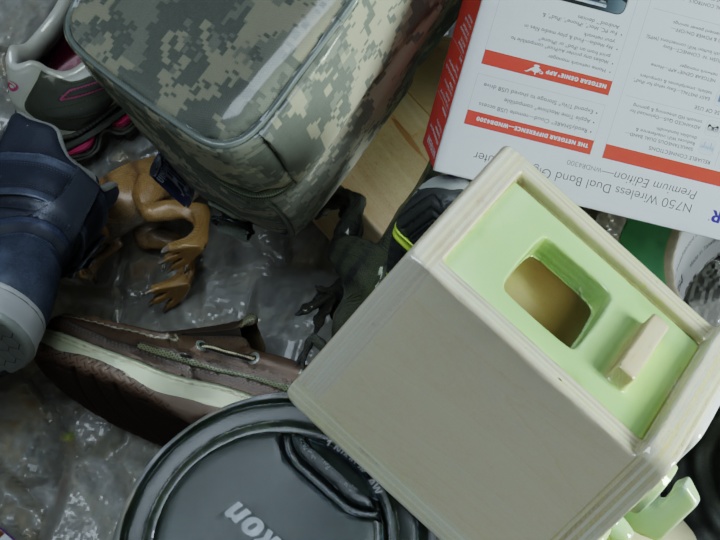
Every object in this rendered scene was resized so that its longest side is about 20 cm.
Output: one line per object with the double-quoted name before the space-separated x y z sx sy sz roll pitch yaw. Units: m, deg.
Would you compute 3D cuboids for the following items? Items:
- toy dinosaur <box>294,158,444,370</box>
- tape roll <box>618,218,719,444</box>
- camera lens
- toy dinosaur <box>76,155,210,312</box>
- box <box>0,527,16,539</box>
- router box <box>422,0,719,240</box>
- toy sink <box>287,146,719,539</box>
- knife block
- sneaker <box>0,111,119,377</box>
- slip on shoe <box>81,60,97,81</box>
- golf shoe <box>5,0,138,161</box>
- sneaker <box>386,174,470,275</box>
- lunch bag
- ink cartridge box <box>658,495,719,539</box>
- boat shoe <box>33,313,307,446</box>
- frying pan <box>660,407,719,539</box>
"toy dinosaur" 0.000 0.000 1.250 0.088 0.047 0.201 23 92 60
"tape roll" 0.229 0.011 1.234 0.199 0.048 0.201 -6 46 6
"camera lens" -0.024 0.161 1.169 0.159 0.200 0.161 -5 64 10
"toy dinosaur" -0.109 -0.044 1.364 0.199 0.060 0.107 -25 61 0
"box" -0.227 0.234 1.272 0.137 0.039 0.200 34 77 25
"router box" 0.148 -0.115 1.166 0.199 0.049 0.181 14 108 -10
"toy sink" 0.092 0.062 1.093 0.200 0.130 0.112 43 124 2
"knife block" -0.035 -0.082 1.336 0.174 0.064 0.201 6 66 -4
"sneaker" -0.215 -0.005 1.339 0.202 0.077 0.147 -15 44 45
"slip on shoe" -0.059 -0.159 1.299 0.199 0.061 0.076 -20 67 -15
"golf shoe" -0.119 -0.149 1.401 0.200 0.088 0.077 -45 62 -11
"sneaker" 0.076 0.028 1.228 0.075 0.201 0.077 5 44 39
"lunch bag" -0.032 -0.122 1.212 0.139 0.168 0.200 33 82 27
"ink cartridge box" 0.175 0.150 1.217 0.093 0.044 0.201 -1 65 14
"boat shoe" -0.075 0.059 1.306 0.201 0.075 0.075 22 66 10
"frying pan" 0.164 0.094 1.172 0.189 0.116 0.031 25 37 28
